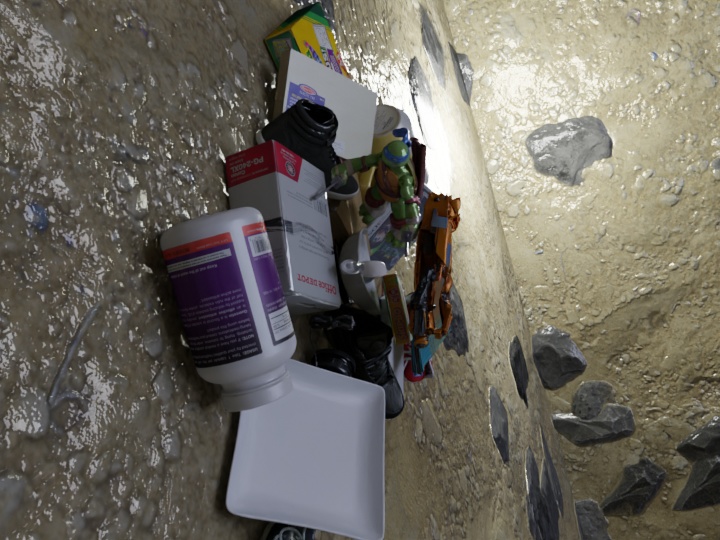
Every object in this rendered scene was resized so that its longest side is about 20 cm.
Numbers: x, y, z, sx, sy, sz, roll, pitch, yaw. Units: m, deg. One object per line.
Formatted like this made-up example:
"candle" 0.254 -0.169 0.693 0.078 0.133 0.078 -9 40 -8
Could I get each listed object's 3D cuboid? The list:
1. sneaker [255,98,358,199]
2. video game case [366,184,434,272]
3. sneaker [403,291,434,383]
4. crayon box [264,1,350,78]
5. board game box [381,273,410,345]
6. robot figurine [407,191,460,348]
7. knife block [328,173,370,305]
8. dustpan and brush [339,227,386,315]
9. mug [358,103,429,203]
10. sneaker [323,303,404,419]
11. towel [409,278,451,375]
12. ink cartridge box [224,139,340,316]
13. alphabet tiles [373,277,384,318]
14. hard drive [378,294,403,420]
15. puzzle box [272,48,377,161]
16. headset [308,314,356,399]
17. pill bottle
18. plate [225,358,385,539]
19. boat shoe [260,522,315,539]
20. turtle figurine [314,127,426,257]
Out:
"sneaker" -0.050 -0.179 0.971 0.199 0.099 0.071 28 36 -40
"video game case" 0.069 -0.084 1.209 0.023 0.182 0.200 46 10 24
"sneaker" 0.108 0.134 1.219 0.201 0.070 0.114 91 -1 -51
"crayon box" -0.075 -0.339 1.130 0.173 0.058 0.202 -71 142 -53
"board game box" 0.056 0.059 0.964 0.200 0.030 0.097 27 51 -81
"robot figurine" 0.101 0.005 0.880 0.145 0.057 0.203 53 43 -76
"knife block" -0.022 -0.049 1.091 0.201 0.063 0.177 -76 147 -50
"dustpan and brush" 0.000 0.000 0.959 0.199 0.057 0.142 -1 78 -63
"mug" 0.051 -0.206 1.188 0.154 0.147 0.188 71 1 -53
"sneaker" 0.018 0.142 0.978 0.201 0.076 0.114 64 -21 -8
"towel" 0.129 0.077 1.148 0.200 0.021 0.149 -38 129 -60
"ink cartridge box" -0.101 -0.048 0.866 0.145 0.082 0.203 23 56 -65
"alphabet tiles" 0.032 0.123 1.122 0.168 0.007 0.203 -64 153 -58
"hard drive" 0.054 0.142 1.137 0.132 0.025 0.203 -22 112 -75
"puzzle box" -0.053 -0.256 1.048 0.199 0.025 0.135 14 81 -44
"headset" -0.036 0.153 0.898 0.124 0.093 0.203 -57 141 -62
"pill bottle" -0.135 0.041 0.693 0.112 0.111 0.203 -26 103 -68
"plate" -0.061 0.210 0.778 0.198 0.032 0.202 21 48 -23
"boat shoe" -0.089 0.325 0.713 0.200 0.061 0.076 -8 84 -69
"turtle figurine" 0.020 -0.092 0.948 0.194 0.142 0.203 80 21 -69
